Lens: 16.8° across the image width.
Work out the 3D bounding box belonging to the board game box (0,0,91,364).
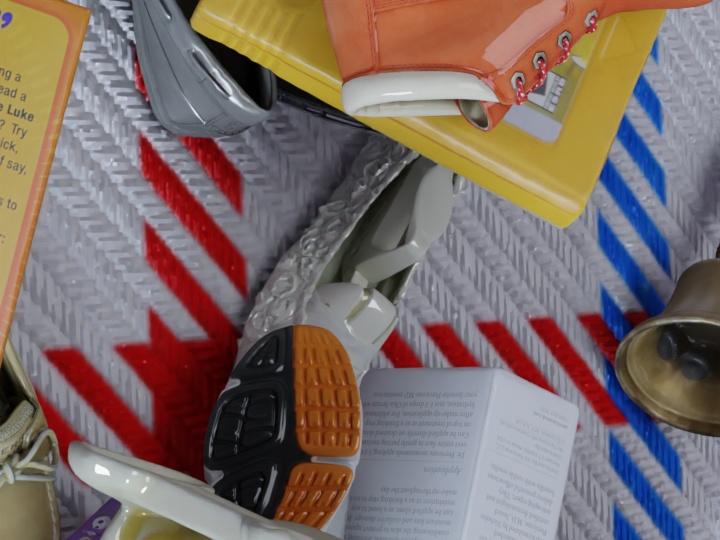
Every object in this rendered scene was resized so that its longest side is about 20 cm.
[{"bbox_3d":[-0.237,-0.009,0.868,0.199,0.200,0.201,18,74,-19],"label":"board game box"}]

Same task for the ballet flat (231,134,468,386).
[{"bbox_3d":[0.000,0.000,1.225,0.072,0.071,0.201,45,59,-32],"label":"ballet flat"}]

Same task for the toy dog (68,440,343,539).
[{"bbox_3d":[-0.081,0.194,1.043,0.201,0.139,0.194,-67,156,-4],"label":"toy dog"}]

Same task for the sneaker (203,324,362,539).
[{"bbox_3d":[-0.038,0.127,1.176,0.092,0.075,0.202,64,32,-83],"label":"sneaker"}]

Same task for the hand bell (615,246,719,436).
[{"bbox_3d":[0.219,-0.014,1.429,0.104,0.104,0.201,46,45,-31],"label":"hand bell"}]

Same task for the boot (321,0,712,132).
[{"bbox_3d":[0.078,-0.113,1.091,0.198,0.075,0.108,-2,78,-11],"label":"boot"}]

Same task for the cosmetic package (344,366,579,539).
[{"bbox_3d":[0.035,0.154,1.224,0.071,0.101,0.201,26,71,-40],"label":"cosmetic package"}]

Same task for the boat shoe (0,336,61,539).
[{"bbox_3d":[-0.174,0.051,1.055,0.073,0.063,0.202,-29,108,-41],"label":"boat shoe"}]

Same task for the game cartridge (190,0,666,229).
[{"bbox_3d":[0.044,-0.140,1.138,0.199,0.032,0.177,28,66,-8],"label":"game cartridge"}]

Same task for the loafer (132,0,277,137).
[{"bbox_3d":[-0.084,-0.161,1.150,0.070,0.070,0.201,-30,108,-40],"label":"loafer"}]

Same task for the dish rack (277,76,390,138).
[{"bbox_3d":[0.042,-0.146,1.221,0.200,0.153,0.055,-50,141,-32],"label":"dish rack"}]

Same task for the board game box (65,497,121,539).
[{"bbox_3d":[-0.143,0.200,1.078,0.200,0.032,0.121,-42,138,-38],"label":"board game box"}]
